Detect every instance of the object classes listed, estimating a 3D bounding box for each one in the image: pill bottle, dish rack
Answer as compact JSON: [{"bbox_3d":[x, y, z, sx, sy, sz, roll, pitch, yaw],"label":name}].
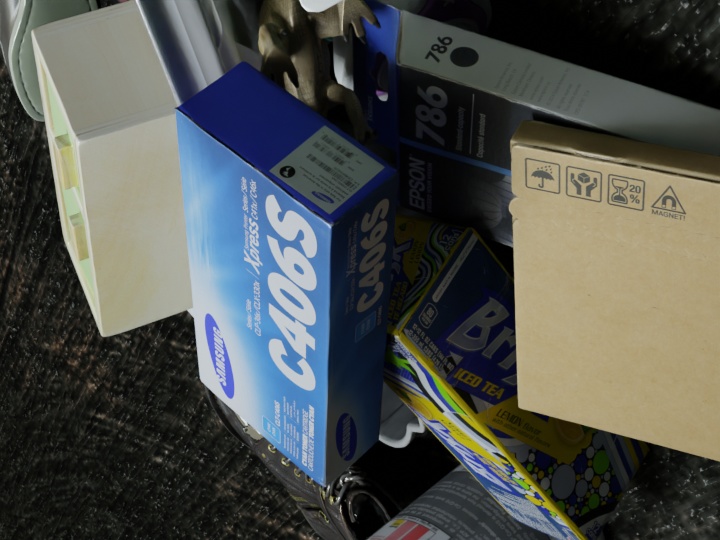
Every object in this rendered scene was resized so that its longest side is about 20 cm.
[{"bbox_3d":[0.045,0.201,0.865,0.116,0.199,0.117,35,143,32],"label":"pill bottle"},{"bbox_3d":[-0.081,-0.159,0.719,0.200,0.043,0.173,-93,-15,-64],"label":"dish rack"}]

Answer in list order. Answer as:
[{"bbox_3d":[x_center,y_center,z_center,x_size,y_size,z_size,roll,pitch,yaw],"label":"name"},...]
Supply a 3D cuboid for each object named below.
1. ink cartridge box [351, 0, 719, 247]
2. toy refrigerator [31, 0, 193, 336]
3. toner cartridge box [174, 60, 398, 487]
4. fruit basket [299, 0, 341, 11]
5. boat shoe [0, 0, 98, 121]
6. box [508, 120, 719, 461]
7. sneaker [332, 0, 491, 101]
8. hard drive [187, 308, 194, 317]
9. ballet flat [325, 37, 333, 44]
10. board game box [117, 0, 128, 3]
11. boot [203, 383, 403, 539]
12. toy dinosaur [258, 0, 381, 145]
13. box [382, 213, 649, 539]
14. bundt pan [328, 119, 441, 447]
[{"bbox_3d":[0.076,-0.054,0.674,0.198,0.039,0.100,21,145,19],"label":"ink cartridge box"},{"bbox_3d":[-0.133,-0.048,0.797,0.201,0.069,0.076,102,146,-59],"label":"toy refrigerator"},{"bbox_3d":[-0.034,0.009,0.673,0.095,0.043,0.201,38,149,26],"label":"toner cartridge box"},{"bbox_3d":[0.016,-0.228,0.553,0.201,0.184,0.094,63,-174,-14],"label":"fruit basket"},{"bbox_3d":[-0.230,-0.203,1.028,0.060,0.071,0.203,39,139,35],"label":"boat shoe"},{"bbox_3d":[0.162,0.023,0.636,0.198,0.021,0.165,13,134,22],"label":"box"},{"bbox_3d":[0.023,-0.164,0.711,0.201,0.074,0.100,109,142,-54],"label":"sneaker"},{"bbox_3d":[-0.070,-0.012,0.850,0.132,0.025,0.201,45,153,28],"label":"hard drive"},{"bbox_3d":[-0.036,-0.214,0.733,0.062,0.067,0.202,16,123,27],"label":"ballet flat"},{"bbox_3d":[-0.105,-0.209,0.869,0.136,0.034,0.200,55,150,5],"label":"board game box"},{"bbox_3d":[-0.023,0.132,0.990,0.201,0.069,0.174,53,170,-12],"label":"boot"},{"bbox_3d":[-0.031,-0.113,0.677,0.101,0.058,0.202,-128,26,-66],"label":"toy dinosaur"},{"bbox_3d":[0.069,0.060,0.758,0.064,0.070,0.200,13,152,49],"label":"box"},{"bbox_3d":[0.000,0.000,0.860,0.202,0.075,0.203,41,149,31],"label":"bundt pan"}]
